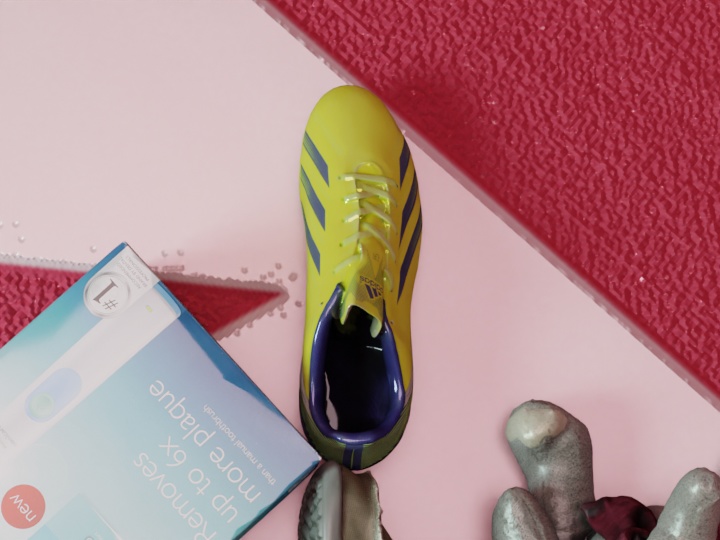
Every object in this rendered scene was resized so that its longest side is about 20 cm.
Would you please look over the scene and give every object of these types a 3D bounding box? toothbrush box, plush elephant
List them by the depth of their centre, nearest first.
[{"bbox_3d":[0.142,0.154,0.918,0.165,0.155,0.200,14,80,-1],"label":"plush elephant"},{"bbox_3d":[-0.140,0.108,0.949,0.200,0.085,0.146,-41,85,-7],"label":"toothbrush box"}]

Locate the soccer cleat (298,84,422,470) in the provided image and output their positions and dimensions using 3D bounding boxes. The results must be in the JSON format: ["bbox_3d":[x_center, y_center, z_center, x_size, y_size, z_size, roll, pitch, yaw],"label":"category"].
[{"bbox_3d":[0.001,0.000,0.972,0.065,0.084,0.200,1,81,-2],"label":"soccer cleat"}]

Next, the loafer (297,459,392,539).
[{"bbox_3d":[0.018,0.187,0.950,0.070,0.075,0.200,-13,96,-11],"label":"loafer"}]
